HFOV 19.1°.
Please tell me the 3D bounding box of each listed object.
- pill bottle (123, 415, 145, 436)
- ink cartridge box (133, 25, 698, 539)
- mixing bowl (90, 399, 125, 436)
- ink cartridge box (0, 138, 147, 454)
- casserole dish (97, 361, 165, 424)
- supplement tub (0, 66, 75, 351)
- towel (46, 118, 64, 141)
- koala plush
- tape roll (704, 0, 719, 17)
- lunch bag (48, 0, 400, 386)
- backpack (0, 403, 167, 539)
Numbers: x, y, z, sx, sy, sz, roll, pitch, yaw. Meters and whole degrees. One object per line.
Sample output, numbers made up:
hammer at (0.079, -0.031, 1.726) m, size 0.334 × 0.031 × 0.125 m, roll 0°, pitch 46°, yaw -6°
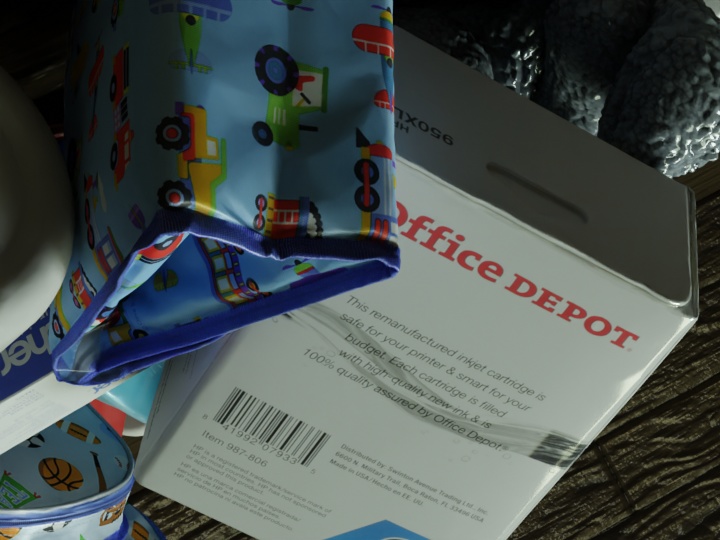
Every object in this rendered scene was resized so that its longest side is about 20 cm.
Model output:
pill bottle at (-0.100, 0.034, 1.434) m, size 0.113 × 0.114 × 0.199 m, roll -33°, pitch 171°, yaw 34°
ink cartridge box at (0.021, 0.026, 0.844) m, size 0.200 × 0.144 × 0.085 m, roll -53°, pitch -163°, yaw 36°
mixing bowl at (-0.207, 0.084, 1.194) m, size 0.198 × 0.109 × 0.200 m, roll -17°, pitch -178°, yaw 1°
ink cartridge box at (-0.183, 0.038, 0.901) m, size 0.199 × 0.095 × 0.044 m, roll -30°, pitch 155°, yaw 9°
casserole dish at (-0.067, 0.033, 0.992) m, size 0.199 × 0.121 × 0.039 m, roll -6°, pitch -127°, yaw 43°
supplement tub at (-0.204, 0.007, 0.776) m, size 0.131 × 0.133 × 0.200 m, roll -21°, pitch 169°, yaw -47°
towel at (-0.139, -0.002, 1.033) m, size 0.143 × 0.023 × 0.201 m, roll -11°, pitch 145°, yaw -24°
koala plush at (0.035, -0.081, 0.909) m, size 0.199 × 0.178 × 0.184 m, roll -37°, pitch -175°, yaw 3°
tape roll at (0.277, -0.219, 1.299) m, size 0.201 × 0.071 × 0.202 m, roll -29°, pitch 173°, yaw -4°
lunch bag at (-0.074, -0.050, 0.780) m, size 0.093 × 0.152 × 0.200 m, roll 10°, pitch 160°, yaw -29°
backpack at (-0.178, 0.136, 0.992) m, size 0.199 × 0.190 × 0.155 m, roll -15°, pitch 135°, yaw -43°
